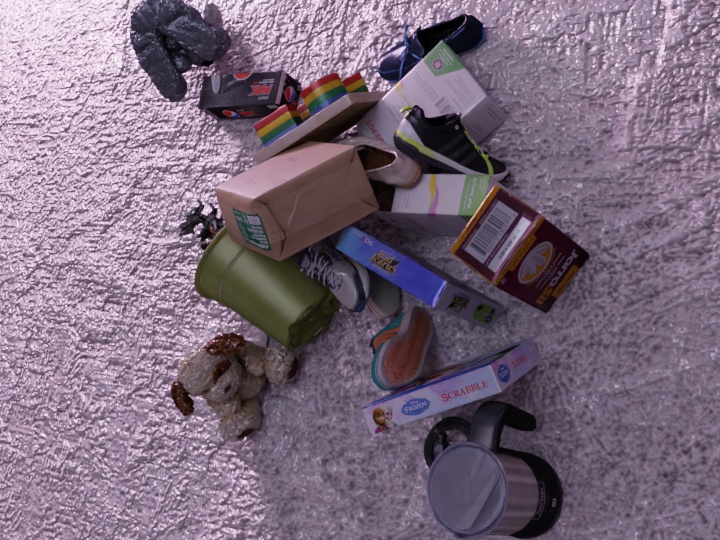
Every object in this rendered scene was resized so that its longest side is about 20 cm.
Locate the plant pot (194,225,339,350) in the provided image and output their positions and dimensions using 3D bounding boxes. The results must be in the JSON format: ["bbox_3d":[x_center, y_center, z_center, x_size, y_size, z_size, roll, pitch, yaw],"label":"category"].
[{"bbox_3d":[-0.138,0.027,1.524,0.190,0.200,0.200,41,101,21],"label":"plant pot"}]

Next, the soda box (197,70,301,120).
[{"bbox_3d":[-0.210,-0.329,1.731,0.199,0.063,0.071,4,79,34],"label":"soda box"}]

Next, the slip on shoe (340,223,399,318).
[{"bbox_3d":[0.000,0.000,1.502,0.200,0.074,0.061,56,139,27],"label":"slip on shoe"}]

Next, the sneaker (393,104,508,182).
[{"bbox_3d":[0.145,-0.191,1.376,0.083,0.199,0.072,-66,22,19],"label":"sneaker"}]

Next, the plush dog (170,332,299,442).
[{"bbox_3d":[-0.227,0.166,1.531,0.200,0.171,0.160,-52,55,11],"label":"plush dog"}]

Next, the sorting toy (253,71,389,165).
[{"bbox_3d":[-0.069,-0.260,1.527,0.198,0.200,0.070,-29,90,24],"label":"sorting toy"}]

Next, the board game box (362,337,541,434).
[{"bbox_3d":[0.131,0.158,1.280,0.199,0.199,0.041,-23,86,26],"label":"board game box"}]

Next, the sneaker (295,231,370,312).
[{"bbox_3d":[-0.058,-0.008,1.449,0.200,0.085,0.077,55,132,33],"label":"sneaker"}]

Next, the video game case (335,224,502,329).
[{"bbox_3d":[0.087,0.010,1.362,0.200,0.181,0.046,32,95,36],"label":"video game case"}]

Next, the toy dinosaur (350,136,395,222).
[{"bbox_3d":[-0.029,-0.140,1.548,0.199,0.086,0.137,-9,78,37],"label":"toy dinosaur"}]

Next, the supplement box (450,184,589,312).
[{"bbox_3d":[0.224,-0.025,1.270,0.086,0.200,0.111,40,100,34],"label":"supplement box"}]

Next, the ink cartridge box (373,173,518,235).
[{"bbox_3d":[0.128,-0.100,1.406,0.199,0.117,0.068,5,78,35],"label":"ink cartridge box"}]

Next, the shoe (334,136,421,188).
[{"bbox_3d":[0.012,-0.175,1.419,0.199,0.053,0.070,21,89,48],"label":"shoe"}]

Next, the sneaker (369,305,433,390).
[{"bbox_3d":[0.049,0.127,1.370,0.080,0.200,0.072,-34,98,29],"label":"sneaker"}]

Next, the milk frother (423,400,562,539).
[{"bbox_3d":[0.143,0.275,1.245,0.199,0.188,0.182,-16,68,29],"label":"milk frother"}]

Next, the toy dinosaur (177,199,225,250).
[{"bbox_3d":[-0.243,-0.068,1.678,0.135,0.102,0.201,19,69,21],"label":"toy dinosaur"}]

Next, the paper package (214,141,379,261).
[{"bbox_3d":[-0.101,-0.110,1.386,0.190,0.104,0.200,-30,22,-19],"label":"paper package"}]

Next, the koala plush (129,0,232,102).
[{"bbox_3d":[-0.342,-0.454,1.788,0.177,0.200,0.184,-40,97,19],"label":"koala plush"}]

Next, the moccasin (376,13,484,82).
[{"bbox_3d":[0.107,-0.383,1.531,0.199,0.068,0.081,-23,65,27],"label":"moccasin"}]

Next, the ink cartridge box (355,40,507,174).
[{"bbox_3d":[0.110,-0.240,1.478,0.200,0.087,0.146,-41,58,15],"label":"ink cartridge box"}]
